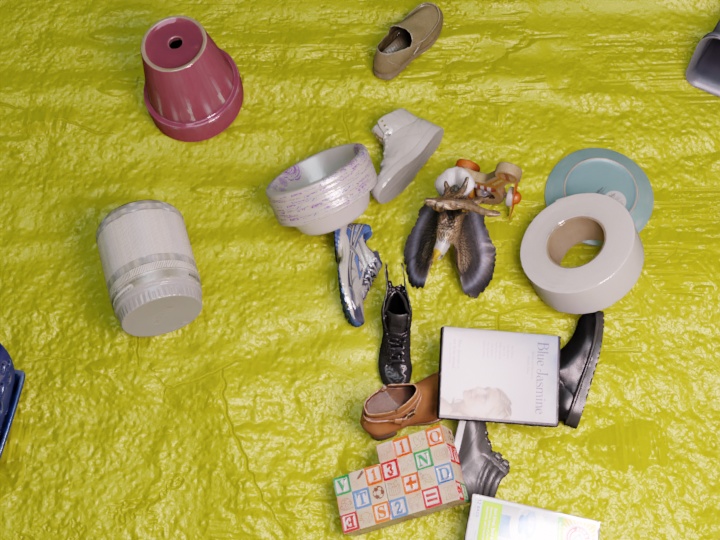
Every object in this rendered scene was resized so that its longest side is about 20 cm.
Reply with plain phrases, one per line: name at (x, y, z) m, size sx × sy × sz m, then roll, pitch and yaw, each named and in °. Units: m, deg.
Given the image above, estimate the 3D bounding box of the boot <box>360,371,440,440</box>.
boot at (0.090, 0.203, 1.412) m, size 0.198 × 0.155 × 0.074 m, roll -32°, pitch 67°, yaw -9°

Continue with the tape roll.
tape roll at (0.374, -0.031, 1.494) m, size 0.199 × 0.071 × 0.206 m, roll -19°, pitch 49°, yaw 23°

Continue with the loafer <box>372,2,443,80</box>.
loafer at (0.097, -0.464, 1.751) m, size 0.075 × 0.068 × 0.201 m, roll 32°, pitch 73°, yaw 17°

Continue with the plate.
plate at (0.436, -0.141, 1.605) m, size 0.195 × 0.026 × 0.204 m, roll -2°, pitch 66°, yaw 4°

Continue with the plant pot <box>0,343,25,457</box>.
plant pot at (-0.679, 0.221, 1.457) m, size 0.195 × 0.181 × 0.204 m, roll 7°, pitch 67°, yaw 7°

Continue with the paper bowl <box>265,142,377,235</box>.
paper bowl at (-0.063, -0.138, 1.572) m, size 0.197 × 0.106 × 0.201 m, roll -20°, pitch 22°, yaw 9°

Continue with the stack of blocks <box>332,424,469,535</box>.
stack of blocks at (0.059, 0.330, 1.380) m, size 0.197 × 0.059 × 0.117 m, roll -22°, pitch 65°, yaw 16°

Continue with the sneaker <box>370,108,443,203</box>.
sneaker at (0.056, -0.219, 1.651) m, size 0.115 × 0.074 × 0.200 m, roll 32°, pitch 64°, yaw 19°

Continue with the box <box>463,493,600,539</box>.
box at (0.255, 0.421, 1.333) m, size 0.196 × 0.102 × 0.115 m, roll 11°, pitch 68°, yaw 9°

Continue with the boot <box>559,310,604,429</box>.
boot at (0.312, 0.143, 1.461) m, size 0.155 × 0.080 × 0.214 m, roll 18°, pitch 70°, yaw 12°

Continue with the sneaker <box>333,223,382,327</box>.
sneaker at (0.000, 0.000, 1.555) m, size 0.083 × 0.077 × 0.204 m, roll -5°, pitch 66°, yaw -2°

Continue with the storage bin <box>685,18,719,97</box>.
storage bin at (0.734, -0.410, 1.644) m, size 0.197 × 0.147 × 0.135 m, roll 24°, pitch 60°, yaw 14°

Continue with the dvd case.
dvd case at (0.220, 0.169, 1.395) m, size 0.195 × 0.018 × 0.146 m, roll 5°, pitch 79°, yaw -5°

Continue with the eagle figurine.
eagle figurine at (0.152, -0.057, 1.510) m, size 0.149 × 0.202 × 0.152 m, roll -29°, pitch 57°, yaw -16°

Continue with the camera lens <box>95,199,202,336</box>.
camera lens at (-0.369, -0.008, 1.541) m, size 0.157 × 0.161 × 0.203 m, roll -19°, pitch 66°, yaw -4°

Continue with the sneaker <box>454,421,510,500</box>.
sneaker at (0.199, 0.279, 1.421) m, size 0.097 × 0.071 × 0.204 m, roll 13°, pitch 74°, yaw 8°

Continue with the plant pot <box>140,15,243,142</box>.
plant pot at (-0.336, -0.379, 1.691) m, size 0.195 × 0.180 × 0.204 m, roll -2°, pitch 66°, yaw 5°

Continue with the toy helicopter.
toy helicopter at (0.236, -0.147, 1.535) m, size 0.130 × 0.200 × 0.080 m, roll 25°, pitch 78°, yaw -9°

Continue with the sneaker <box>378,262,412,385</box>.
sneaker at (0.059, 0.098, 1.489) m, size 0.059 × 0.105 × 0.204 m, roll 1°, pitch 66°, yaw 4°
